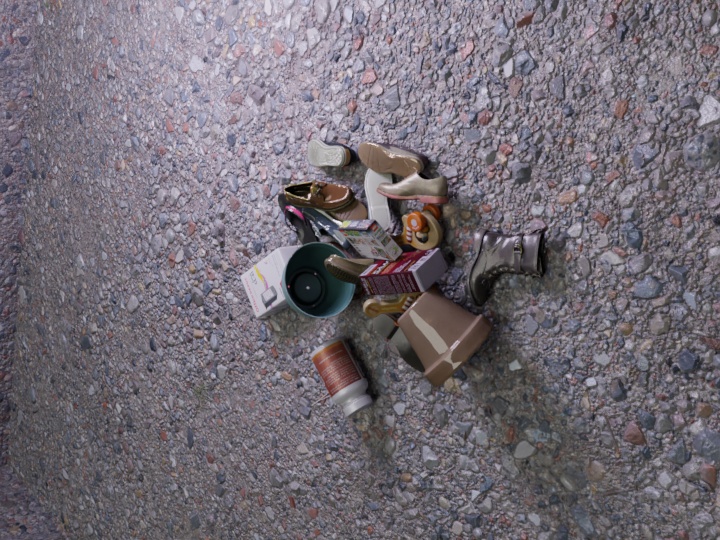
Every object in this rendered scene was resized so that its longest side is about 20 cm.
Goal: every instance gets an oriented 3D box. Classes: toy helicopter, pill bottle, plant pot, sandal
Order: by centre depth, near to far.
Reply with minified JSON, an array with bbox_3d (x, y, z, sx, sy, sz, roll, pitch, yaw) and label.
[{"bbox_3d":[0.184,0.139,1.556,0.175,0.200,0.201,45,123,5],"label":"plant pot"},{"bbox_3d":[0.105,0.095,1.670,0.079,0.197,0.134,-106,13,-59],"label":"toy helicopter"},{"bbox_3d":[0.130,-0.077,1.684,0.199,0.079,0.134,-17,99,49],"label":"toy helicopter"},{"bbox_3d":[-0.129,0.038,1.800,0.134,0.198,0.203,-28,77,64],"label":"plant pot"},{"bbox_3d":[-0.049,0.297,1.851,0.112,0.111,0.202,-41,71,35],"label":"pill bottle"},{"bbox_3d":[-0.188,-0.147,1.943,0.075,0.045,0.201,-43,70,35],"label":"sandal"}]

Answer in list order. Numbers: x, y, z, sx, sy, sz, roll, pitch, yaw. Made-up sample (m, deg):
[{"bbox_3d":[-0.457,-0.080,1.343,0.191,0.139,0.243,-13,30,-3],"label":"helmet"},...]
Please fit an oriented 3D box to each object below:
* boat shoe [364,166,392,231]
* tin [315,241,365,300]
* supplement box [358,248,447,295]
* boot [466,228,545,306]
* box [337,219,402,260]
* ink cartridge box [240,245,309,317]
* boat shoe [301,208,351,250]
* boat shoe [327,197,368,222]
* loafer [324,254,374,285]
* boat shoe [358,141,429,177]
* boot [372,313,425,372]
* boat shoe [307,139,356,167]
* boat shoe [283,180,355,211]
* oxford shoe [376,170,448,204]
[{"bbox_3d":[0.045,-0.184,1.722,0.062,0.072,0.203,103,166,-70],"label":"boat shoe"},{"bbox_3d":[-0.056,0.000,1.863,0.200,0.042,0.113,42,124,27],"label":"tin"},{"bbox_3d":[0.102,0.005,1.627,0.199,0.109,0.061,-8,115,48],"label":"supplement box"},{"bbox_3d":[0.336,-0.003,1.521,0.172,0.069,0.203,12,102,38],"label":"boot"},{"bbox_3d":[0.021,-0.079,1.692,0.110,0.035,0.200,48,166,-19],"label":"box"},{"bbox_3d":[-0.252,0.036,1.998,0.199,0.085,0.149,-32,76,36],"label":"ink cartridge box"},{"bbox_3d":[-0.095,-0.119,1.851,0.199,0.075,0.062,31,84,24],"label":"boat shoe"},{"bbox_3d":[-0.053,-0.176,1.828,0.199,0.063,0.074,31,89,29],"label":"boat shoe"},{"bbox_3d":[0.000,0.000,1.748,0.076,0.198,0.068,-37,33,62],"label":"loafer"},{"bbox_3d":[0.084,-0.285,1.690,0.198,0.065,0.073,20,125,33],"label":"boat shoe"},{"bbox_3d":[0.120,0.179,1.734,0.200,0.075,0.074,45,104,5],"label":"boot"},{"bbox_3d":[-0.082,-0.319,1.824,0.199,0.062,0.076,21,115,51],"label":"boat shoe"},{"bbox_3d":[-0.115,-0.202,1.789,0.197,0.068,0.073,-2,70,24],"label":"boat shoe"},{"bbox_3d":[0.128,-0.208,1.630,0.198,0.070,0.076,10,104,31],"label":"oxford shoe"}]
